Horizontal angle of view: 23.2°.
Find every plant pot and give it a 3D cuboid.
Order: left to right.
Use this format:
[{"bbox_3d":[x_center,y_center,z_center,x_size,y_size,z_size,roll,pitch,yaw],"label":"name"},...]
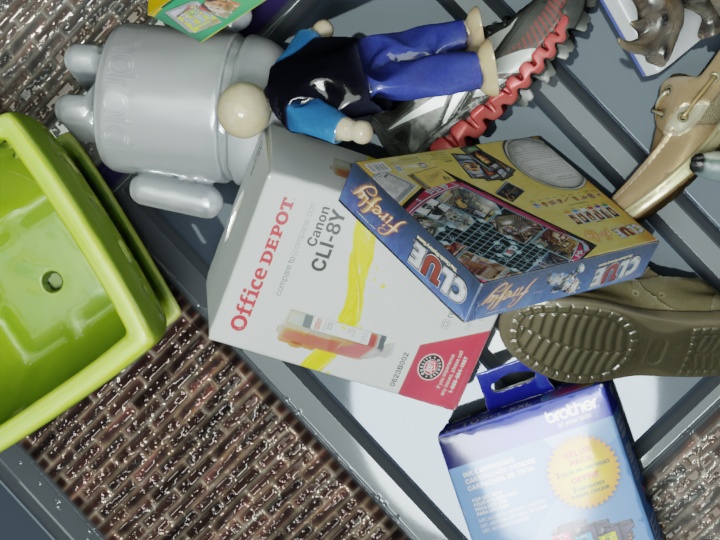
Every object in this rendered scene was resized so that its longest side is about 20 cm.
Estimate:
[{"bbox_3d":[-0.258,0.012,1.322,0.198,0.181,0.201,-32,90,10],"label":"plant pot"}]

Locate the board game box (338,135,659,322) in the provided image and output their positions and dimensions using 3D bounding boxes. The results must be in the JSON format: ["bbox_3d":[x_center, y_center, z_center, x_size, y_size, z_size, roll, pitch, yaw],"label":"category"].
[{"bbox_3d":[0.099,-0.034,1.224,0.135,0.199,0.035,45,126,30],"label":"board game box"}]

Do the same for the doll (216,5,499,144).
[{"bbox_3d":[-0.005,-0.132,1.238,0.198,0.137,0.049,-12,134,-1],"label":"doll"}]

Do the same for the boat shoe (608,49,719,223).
[{"bbox_3d":[0.247,-0.115,1.295,0.064,0.071,0.200,44,89,8],"label":"boat shoe"}]

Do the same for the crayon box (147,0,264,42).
[{"bbox_3d":[-0.067,-0.284,1.251,0.199,0.058,0.174,-26,52,37],"label":"crayon box"}]

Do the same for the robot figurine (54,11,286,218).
[{"bbox_3d":[-0.127,-0.125,1.326,0.197,0.113,0.172,6,82,8],"label":"robot figurine"}]

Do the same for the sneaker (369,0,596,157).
[{"bbox_3d":[0.085,-0.151,1.312,0.098,0.071,0.200,45,101,1],"label":"sneaker"}]

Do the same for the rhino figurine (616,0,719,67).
[{"bbox_3d":[0.236,-0.204,1.217,0.200,0.060,0.088,-38,107,-30],"label":"rhino figurine"}]

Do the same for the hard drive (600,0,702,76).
[{"bbox_3d":[0.200,-0.259,1.254,0.132,0.025,0.201,-38,103,-26],"label":"hard drive"}]

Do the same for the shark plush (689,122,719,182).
[{"bbox_3d":[0.319,-0.069,1.247,0.199,0.083,0.091,30,96,-35],"label":"shark plush"}]

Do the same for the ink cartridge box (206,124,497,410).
[{"bbox_3d":[0.000,0.000,1.284,0.198,0.084,0.146,17,116,-13],"label":"ink cartridge box"}]

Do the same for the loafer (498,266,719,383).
[{"bbox_3d":[0.189,0.037,1.287,0.198,0.068,0.077,8,125,-20],"label":"loafer"}]

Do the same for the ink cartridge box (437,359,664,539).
[{"bbox_3d":[0.143,0.164,1.328,0.135,0.076,0.202,-19,90,10],"label":"ink cartridge box"}]
